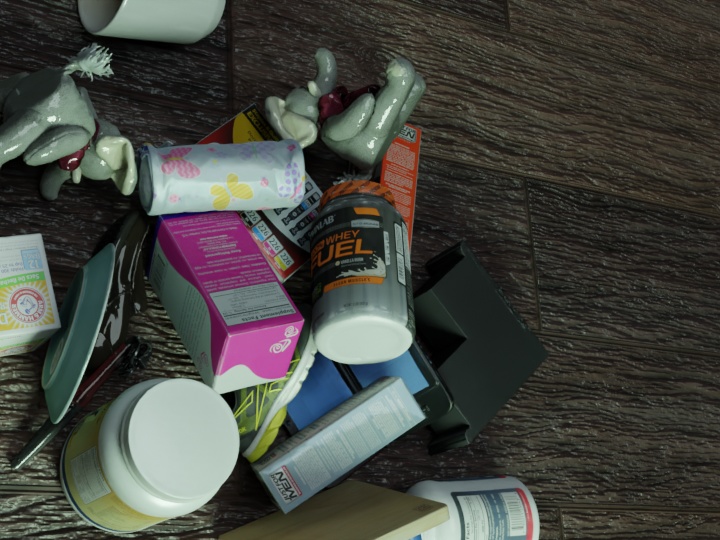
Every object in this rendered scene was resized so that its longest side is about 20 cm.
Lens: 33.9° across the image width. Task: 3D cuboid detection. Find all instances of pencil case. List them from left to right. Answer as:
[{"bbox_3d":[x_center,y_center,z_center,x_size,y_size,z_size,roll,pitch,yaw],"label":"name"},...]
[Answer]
[{"bbox_3d":[-0.164,-0.112,1.390,0.198,0.084,0.091,-3,34,-20],"label":"pencil case"}]

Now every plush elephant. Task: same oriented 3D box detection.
[{"bbox_3d":[-0.343,-0.151,1.362,0.199,0.165,0.155,-33,133,-6],"label":"plush elephant"},{"bbox_3d":[-0.028,-0.204,1.502,0.154,0.201,0.165,31,13,6],"label":"plush elephant"}]

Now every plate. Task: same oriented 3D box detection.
[{"bbox_3d":[-0.307,0.063,1.260,0.025,0.200,0.202,20,63,-21],"label":"plate"}]

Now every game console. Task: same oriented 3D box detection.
[{"bbox_3d":[-0.010,0.139,1.479,0.201,0.172,0.119,58,27,-2],"label":"game console"}]

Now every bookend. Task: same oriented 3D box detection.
[{"bbox_3d":[0.119,0.104,1.585,0.199,0.092,0.200,52,55,-5],"label":"bookend"}]

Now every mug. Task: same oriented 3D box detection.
[{"bbox_3d":[-0.255,-0.373,1.495,0.152,0.149,0.188,9,74,-38],"label":"mug"}]

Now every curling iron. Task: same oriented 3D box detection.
[{"bbox_3d":[-0.307,0.143,1.297,0.200,0.050,0.026,-42,116,-12],"label":"curling iron"}]

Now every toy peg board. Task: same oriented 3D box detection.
[{"bbox_3d":[-0.025,0.332,1.353,0.199,0.199,0.099,-17,99,-33],"label":"toy peg board"}]

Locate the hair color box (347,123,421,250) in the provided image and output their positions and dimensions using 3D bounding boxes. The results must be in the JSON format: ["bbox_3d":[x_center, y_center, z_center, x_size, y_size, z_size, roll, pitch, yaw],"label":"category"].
[{"bbox_3d":[0.025,-0.094,1.594,0.061,0.101,0.201,19,62,-26],"label":"hair color box"}]

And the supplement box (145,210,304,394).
[{"bbox_3d":[-0.161,0.031,1.372,0.103,0.102,0.200,-9,49,-31],"label":"supplement box"}]

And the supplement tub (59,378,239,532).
[{"bbox_3d":[-0.225,0.197,1.262,0.143,0.200,0.146,12,66,-29],"label":"supplement tub"}]

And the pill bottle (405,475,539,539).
[{"bbox_3d":[0.114,0.322,1.485,0.199,0.119,0.121,3,71,-31],"label":"pill bottle"}]

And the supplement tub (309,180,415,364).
[{"bbox_3d":[0.000,0.000,1.416,0.122,0.123,0.201,15,53,-27],"label":"supplement tub"}]

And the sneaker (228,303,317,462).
[{"bbox_3d":[-0.114,0.126,1.414,0.084,0.074,0.201,26,79,-12],"label":"sneaker"}]

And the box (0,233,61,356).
[{"bbox_3d":[-0.433,0.036,1.248,0.199,0.101,0.113,-9,77,-35],"label":"box"}]

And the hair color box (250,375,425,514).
[{"bbox_3d":[-0.029,0.204,1.405,0.199,0.099,0.061,-32,92,-12],"label":"hair color box"}]

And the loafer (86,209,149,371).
[{"bbox_3d":[-0.282,0.028,1.375,0.071,0.073,0.201,24,70,-28],"label":"loafer"}]

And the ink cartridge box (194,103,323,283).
[{"bbox_3d":[-0.120,-0.100,1.512,0.200,0.084,0.175,52,53,-5],"label":"ink cartridge box"}]
